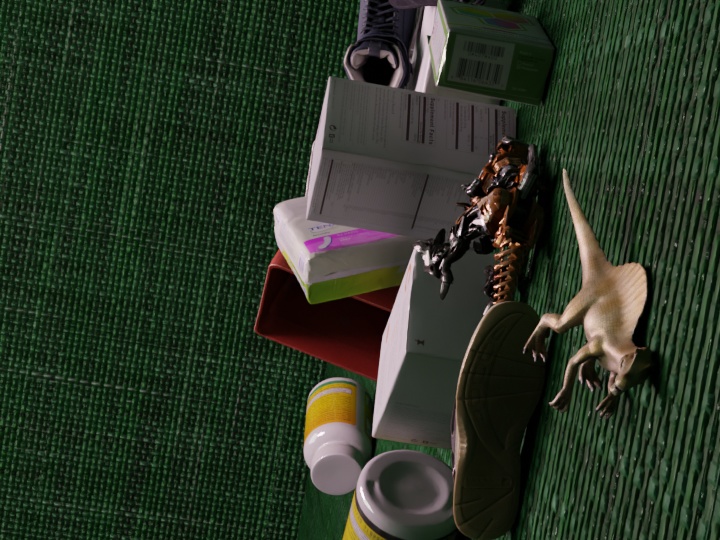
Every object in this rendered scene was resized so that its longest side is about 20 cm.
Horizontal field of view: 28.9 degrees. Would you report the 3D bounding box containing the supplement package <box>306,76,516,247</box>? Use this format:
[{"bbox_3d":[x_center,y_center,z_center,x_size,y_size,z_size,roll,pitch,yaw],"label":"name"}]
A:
[{"bbox_3d":[0.053,-0.110,1.452,0.114,0.200,0.110,106,171,-49],"label":"supplement package"}]

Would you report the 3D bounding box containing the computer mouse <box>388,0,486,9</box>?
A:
[{"bbox_3d":[0.092,-0.337,1.534,0.139,0.053,0.200,-52,30,-20],"label":"computer mouse"}]

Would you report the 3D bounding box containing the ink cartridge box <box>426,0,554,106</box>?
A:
[{"bbox_3d":[0.126,-0.228,1.401,0.200,0.104,0.059,-91,12,-67],"label":"ink cartridge box"}]

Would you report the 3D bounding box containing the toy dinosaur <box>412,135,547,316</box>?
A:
[{"bbox_3d":[0.118,-0.039,1.238,0.136,0.102,0.200,-56,-3,36],"label":"toy dinosaur"}]

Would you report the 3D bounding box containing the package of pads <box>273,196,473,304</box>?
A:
[{"bbox_3d":[0.013,-0.040,1.564,0.155,0.200,0.068,-125,27,-58],"label":"package of pads"}]

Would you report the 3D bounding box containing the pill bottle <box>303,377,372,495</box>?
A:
[{"bbox_3d":[-0.036,0.273,2.286,0.200,0.113,0.113,-90,10,-60],"label":"pill bottle"}]

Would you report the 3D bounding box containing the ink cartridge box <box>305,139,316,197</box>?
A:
[{"bbox_3d":[0.024,-0.120,1.906,0.200,0.085,0.146,-5,70,41],"label":"ink cartridge box"}]

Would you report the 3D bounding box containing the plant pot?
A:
[{"bbox_3d":[0.000,0.000,1.729,0.200,0.199,0.176,110,-179,-62],"label":"plant pot"}]

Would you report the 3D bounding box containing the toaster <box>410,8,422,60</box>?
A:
[{"bbox_3d":[0.085,-0.369,2.082,0.181,0.118,0.200,122,157,-80],"label":"toaster"}]

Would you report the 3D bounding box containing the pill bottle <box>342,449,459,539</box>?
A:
[{"bbox_3d":[0.035,0.288,1.421,0.111,0.111,0.200,-87,8,-53],"label":"pill bottle"}]

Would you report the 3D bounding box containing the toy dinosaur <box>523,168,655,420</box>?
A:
[{"bbox_3d":[0.157,0.029,0.921,0.200,0.058,0.101,-98,32,-50],"label":"toy dinosaur"}]

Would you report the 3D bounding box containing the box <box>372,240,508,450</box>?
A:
[{"bbox_3d":[0.079,0.079,1.391,0.200,0.097,0.125,106,172,-59],"label":"box"}]

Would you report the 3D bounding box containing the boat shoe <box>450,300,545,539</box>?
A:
[{"bbox_3d":[0.107,0.119,1.151,0.065,0.072,0.200,-124,38,-76],"label":"boat shoe"}]

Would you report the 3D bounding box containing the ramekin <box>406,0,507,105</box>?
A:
[{"bbox_3d":[0.112,-0.234,1.633,0.202,0.094,0.203,-171,90,-85],"label":"ramekin"}]

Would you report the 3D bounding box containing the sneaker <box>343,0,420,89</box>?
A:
[{"bbox_3d":[0.026,-0.290,1.647,0.146,0.077,0.203,-28,-61,-81],"label":"sneaker"}]
